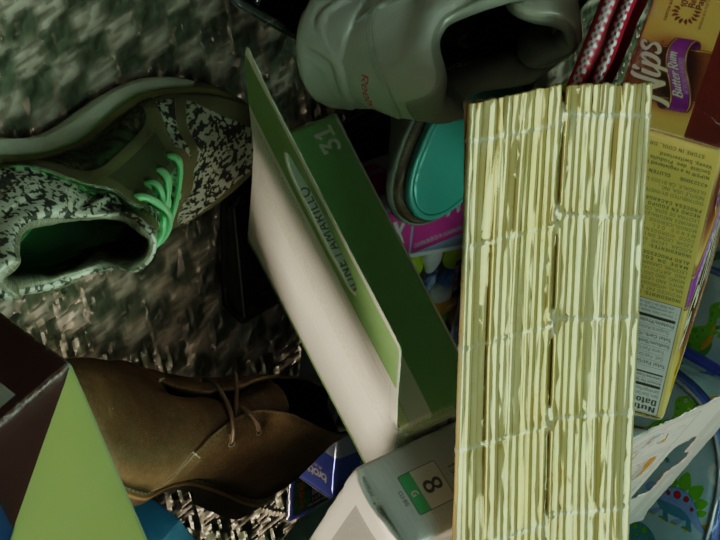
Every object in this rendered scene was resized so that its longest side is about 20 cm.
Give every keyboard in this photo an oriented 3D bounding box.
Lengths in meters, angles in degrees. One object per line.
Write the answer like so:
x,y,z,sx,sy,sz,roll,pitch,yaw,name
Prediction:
0.010,-0.032,1.267,0.200,0.021,0.128,-30,134,-31,keyboard

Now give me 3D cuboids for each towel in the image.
0.113,-0.109,1.140,0.200,0.022,0.145,-12,123,-86,towel

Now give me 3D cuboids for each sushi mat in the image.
0.077,0.023,1.044,0.095,0.012,0.201,-6,104,-33,sushi mat

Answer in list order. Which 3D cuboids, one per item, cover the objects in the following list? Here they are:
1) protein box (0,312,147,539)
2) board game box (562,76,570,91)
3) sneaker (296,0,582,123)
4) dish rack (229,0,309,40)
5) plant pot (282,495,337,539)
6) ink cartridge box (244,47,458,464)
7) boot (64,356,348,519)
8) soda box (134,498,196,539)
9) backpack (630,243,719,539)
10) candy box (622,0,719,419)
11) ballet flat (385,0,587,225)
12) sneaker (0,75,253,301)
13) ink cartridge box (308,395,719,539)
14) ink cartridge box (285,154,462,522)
-0.191,0.094,0.970,0.135,0.200,0.199,-41,140,-22,protein box
0.106,0.000,1.315,0.200,0.039,0.158,88,21,-50,board game box
0.070,-0.127,1.108,0.200,0.099,0.078,-47,141,-18,sneaker
0.012,-0.193,1.123,0.153,0.054,0.201,22,98,-54,dish rack
0.016,0.216,1.279,0.200,0.200,0.188,-31,144,-32,plant pot
0.000,0.000,1.085,0.048,0.146,0.200,-23,161,-12,ink cartridge box
-0.077,0.064,1.170,0.075,0.074,0.200,-29,159,21,boot
-0.157,0.189,1.195,0.200,0.064,0.068,-48,143,-14,soda box
0.181,0.091,1.418,0.147,0.183,0.201,-2,112,-50,backpack
0.144,-0.037,1.215,0.200,0.056,0.117,96,14,-52,candy box
0.056,-0.107,1.221,0.200,0.064,0.067,-56,139,-17,ballet flat
-0.105,-0.022,1.081,0.200,0.088,0.077,-21,130,-40,sneaker
0.066,0.101,1.151,0.199,0.050,0.161,-25,161,-28,ink cartridge box
0.023,0.032,1.279,0.119,0.042,0.201,-21,132,-39,ink cartridge box
